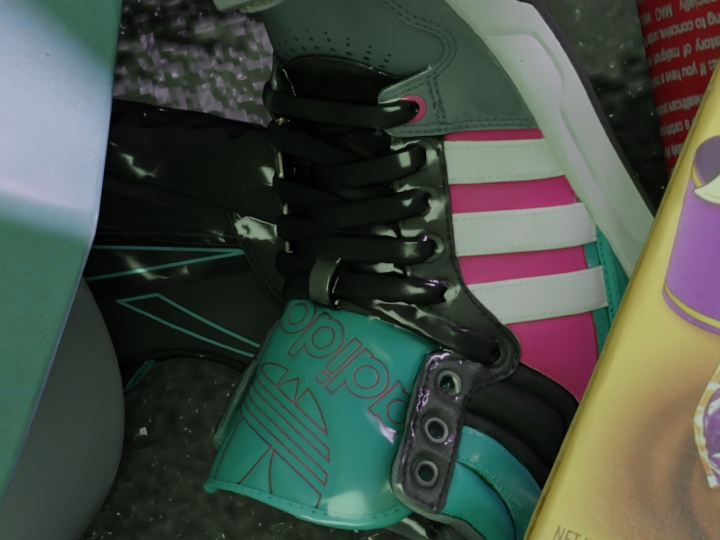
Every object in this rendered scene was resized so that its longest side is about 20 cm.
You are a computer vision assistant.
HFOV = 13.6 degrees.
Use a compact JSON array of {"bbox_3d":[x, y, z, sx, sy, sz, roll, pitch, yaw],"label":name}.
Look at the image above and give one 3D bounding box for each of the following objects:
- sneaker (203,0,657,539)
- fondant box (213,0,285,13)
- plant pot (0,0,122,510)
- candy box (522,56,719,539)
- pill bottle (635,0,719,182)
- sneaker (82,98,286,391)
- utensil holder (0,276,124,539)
[{"bbox_3d":[0.000,0.000,0.721,0.121,0.083,0.200,-51,125,-22],"label":"sneaker"},{"bbox_3d":[-0.003,-0.173,0.611,0.144,0.058,0.201,-28,100,-15],"label":"fondant box"},{"bbox_3d":[-0.155,-0.029,0.605,0.199,0.142,0.142,13,131,-12],"label":"plant pot"},{"bbox_3d":[0.126,-0.010,0.653,0.116,0.056,0.201,22,96,7],"label":"candy box"},{"bbox_3d":[0.124,-0.063,0.735,0.112,0.112,0.201,-10,90,11],"label":"pill bottle"},{"bbox_3d":[-0.085,-0.013,0.797,0.199,0.075,0.080,15,96,11],"label":"sneaker"},{"bbox_3d":[-0.171,0.066,0.724,0.169,0.200,0.171,15,128,20],"label":"utensil holder"}]
